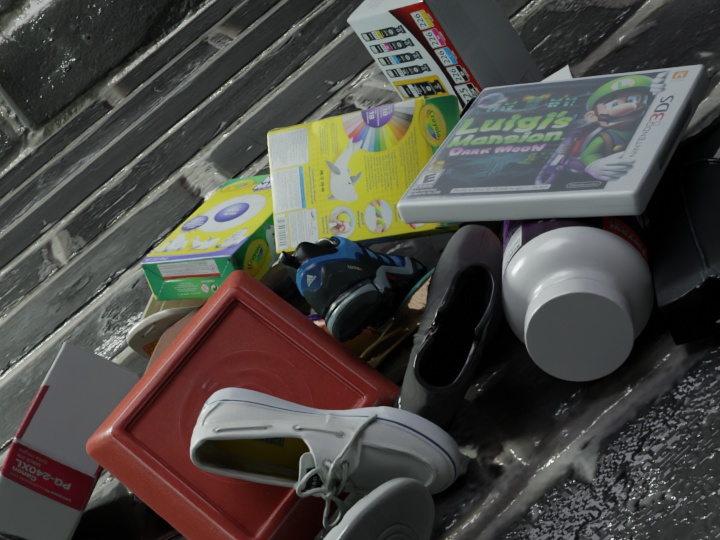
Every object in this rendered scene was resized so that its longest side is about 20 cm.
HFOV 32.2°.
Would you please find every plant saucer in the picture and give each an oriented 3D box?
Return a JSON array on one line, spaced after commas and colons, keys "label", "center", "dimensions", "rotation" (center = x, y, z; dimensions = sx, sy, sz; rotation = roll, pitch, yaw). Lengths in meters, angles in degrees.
[{"label": "plant saucer", "center": [-0.090, 0.119, 0.994], "dimensions": [0.201, 0.199, 0.037], "rotation": [-50, -18, -15]}]

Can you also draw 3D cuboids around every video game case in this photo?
[{"label": "video game case", "center": [0.150, -0.098, 0.965], "dimensions": [0.198, 0.024, 0.182], "rotation": [-1, 36, 35]}]

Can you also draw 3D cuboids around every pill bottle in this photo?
[{"label": "pill bottle", "center": [0.163, -0.008, 0.947], "dimensions": [0.112, 0.113, 0.201], "rotation": [-27, 26, 22]}]

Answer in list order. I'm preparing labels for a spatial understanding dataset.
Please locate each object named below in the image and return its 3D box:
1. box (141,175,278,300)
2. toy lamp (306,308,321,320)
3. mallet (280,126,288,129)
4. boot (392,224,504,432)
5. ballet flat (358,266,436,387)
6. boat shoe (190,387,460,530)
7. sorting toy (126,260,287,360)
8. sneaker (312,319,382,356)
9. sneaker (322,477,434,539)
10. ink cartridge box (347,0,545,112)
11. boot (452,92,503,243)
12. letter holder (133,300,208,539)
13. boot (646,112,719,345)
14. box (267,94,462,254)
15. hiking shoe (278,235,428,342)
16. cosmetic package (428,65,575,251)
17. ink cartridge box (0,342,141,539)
[{"label": "box", "center": [-0.117, -0.044, 1.256], "dimensions": [0.116, 0.049, 0.200], "rotation": [-5, 27, 31]}, {"label": "toy lamp", "center": [-0.038, 0.014, 1.265], "dimensions": [0.058, 0.058, 0.201], "rotation": [-28, 25, 20]}, {"label": "mallet", "center": [-0.035, -0.040, 1.191], "dimensions": [0.066, 0.201, 0.041], "rotation": [-37, 0, -7]}, {"label": "boot", "center": [0.083, 0.027, 0.959], "dimensions": [0.132, 0.069, 0.202], "rotation": [103, -177, -61]}, {"label": "ballet flat", "center": [0.041, 0.074, 1.046], "dimensions": [0.200, 0.068, 0.072], "rotation": [-42, 44, -8]}, {"label": "boat shoe", "center": [-0.029, 0.140, 0.903], "dimensions": [0.199, 0.075, 0.086], "rotation": [12, 30, 5]}, {"label": "sorting toy", "center": [-0.131, 0.011, 1.314], "dimensions": [0.179, 0.107, 0.201], "rotation": [-34, 20, 21]}, {"label": "sneaker", "center": [-0.064, 0.091, 1.093], "dimensions": [0.198, 0.078, 0.073], "rotation": [-9, -24, -25]}, {"label": "sneaker", "center": [-0.040, 0.220, 0.872], "dimensions": [0.111, 0.073, 0.201], "rotation": [1, 46, 53]}, {"label": "ink cartridge box", "center": [0.087, -0.215, 1.319], "dimensions": [0.084, 0.201, 0.175], "rotation": [-49, 26, -24]}, {"label": "boot", "center": [0.093, -0.062, 1.129], "dimensions": [0.201, 0.097, 0.075], "rotation": [-56, 13, -13]}, {"label": "letter holder", "center": [-0.168, 0.141, 1.168], "dimensions": [0.141, 0.101, 0.201], "rotation": [-31, 24, 20]}, {"label": "boot", "center": [0.281, -0.049, 0.907], "dimensions": [0.164, 0.066, 0.201], "rotation": [-37, 19, 25]}, {"label": "box", "center": [0.011, -0.083, 1.109], "dimensions": [0.198, 0.119, 0.048], "rotation": [-7, -5, 35]}, {"label": "hiking shoe", "center": [0.000, 0.000, 1.074], "dimensions": [0.074, 0.087, 0.200], "rotation": [-46, -9, 12]}, {"label": "cosmetic package", "center": [0.136, -0.107, 1.203], "dimensions": [0.199, 0.083, 0.051], "rotation": [-30, 25, 17]}, {"label": "ink cartridge box", "center": [-0.288, 0.193, 1.153], "dimensions": [0.201, 0.083, 0.146], "rotation": [-60, 10, 31]}]
